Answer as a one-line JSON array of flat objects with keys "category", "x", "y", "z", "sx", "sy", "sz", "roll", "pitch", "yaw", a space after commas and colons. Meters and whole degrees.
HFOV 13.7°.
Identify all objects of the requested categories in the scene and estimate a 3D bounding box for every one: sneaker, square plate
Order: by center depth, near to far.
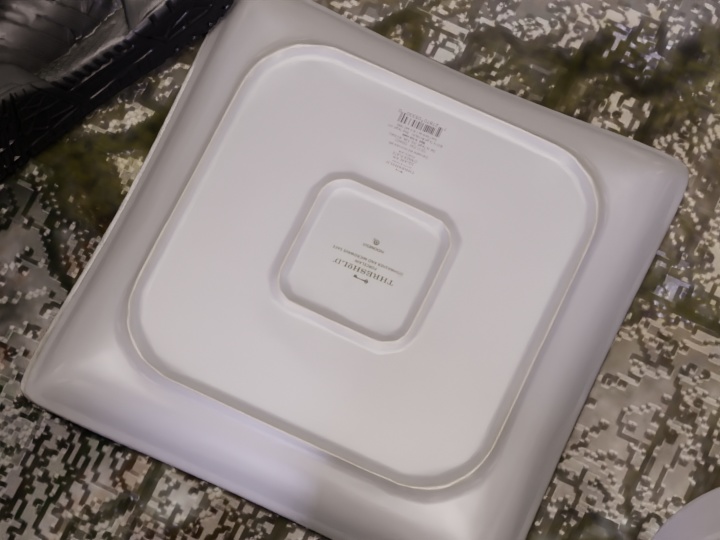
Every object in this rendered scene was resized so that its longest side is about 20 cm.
[{"category": "square plate", "x": 0.000, "y": 0.000, "z": 1.146, "sx": 0.199, "sy": 0.028, "sz": 0.199, "roll": 24, "pitch": 71, "yaw": 8}, {"category": "sneaker", "x": -0.127, "y": -0.114, "z": 1.176, "sx": 0.199, "sy": 0.060, "sz": 0.104, "roll": -34, "pitch": 71, "yaw": -16}]

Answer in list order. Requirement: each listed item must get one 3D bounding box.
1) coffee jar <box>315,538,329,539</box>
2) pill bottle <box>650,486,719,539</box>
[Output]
[{"category": "coffee jar", "x": -0.013, "y": 0.198, "z": 1.038, "sx": 0.104, "sy": 0.085, "sz": 0.201, "roll": 21, "pitch": 70, "yaw": 6}, {"category": "pill bottle", "x": 0.153, "y": 0.165, "z": 0.969, "sx": 0.112, "sy": 0.113, "sz": 0.201, "roll": -9, "pitch": 43, "yaw": -4}]
